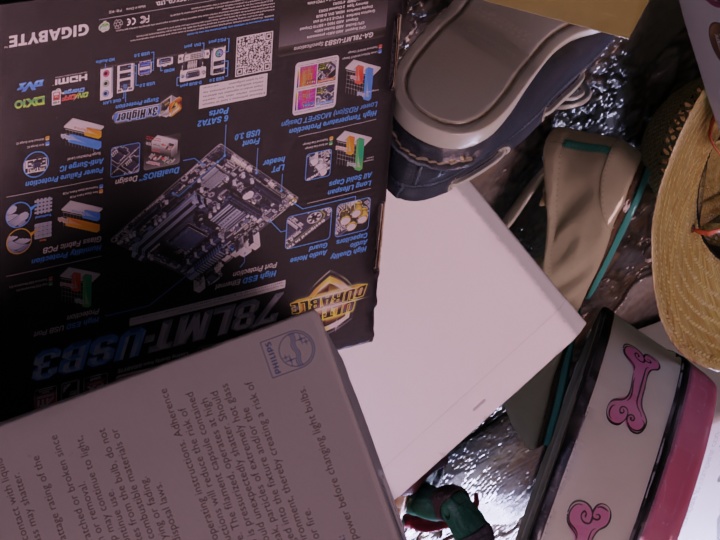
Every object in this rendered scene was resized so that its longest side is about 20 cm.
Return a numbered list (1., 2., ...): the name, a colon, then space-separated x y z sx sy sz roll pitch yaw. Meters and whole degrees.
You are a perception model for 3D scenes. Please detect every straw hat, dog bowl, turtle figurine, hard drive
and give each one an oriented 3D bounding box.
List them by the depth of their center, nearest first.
1. hard drive: 0.000 0.000 1.311 0.132 0.026 0.200 -42 119 -1
2. turtle figurine: 0.004 0.108 1.462 0.149 0.101 0.200 5 137 4
3. straw hat: 0.194 -0.054 1.481 0.200 0.085 0.202 -20 124 -33
4. dog bowl: 0.128 0.125 1.483 0.200 0.073 0.201 19 90 -86

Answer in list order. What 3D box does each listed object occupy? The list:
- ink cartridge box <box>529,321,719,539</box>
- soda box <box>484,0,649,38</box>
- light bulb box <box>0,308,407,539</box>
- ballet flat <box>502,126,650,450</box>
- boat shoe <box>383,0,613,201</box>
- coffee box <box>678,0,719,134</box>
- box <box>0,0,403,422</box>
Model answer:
1. ink cartridge box: 0.213 0.095 1.672 0.199 0.084 0.145 -18 140 -32
2. soda box: 0.029 -0.158 1.141 0.199 0.068 0.064 12 122 -24
3. light bulb box: -0.085 0.115 1.168 0.199 0.125 0.198 -20 172 0
4. ballet flat: 0.095 0.008 1.476 0.069 0.069 0.201 -15 137 -36
5. boat shoe: 0.073 -0.101 1.287 0.200 0.075 0.062 -52 169 -40
6. coffee box: 0.276 -0.151 1.305 0.200 0.198 0.200 -32 121 -17
7. box: -0.079 -0.043 1.185 0.199 0.050 0.199 -14 124 -30
